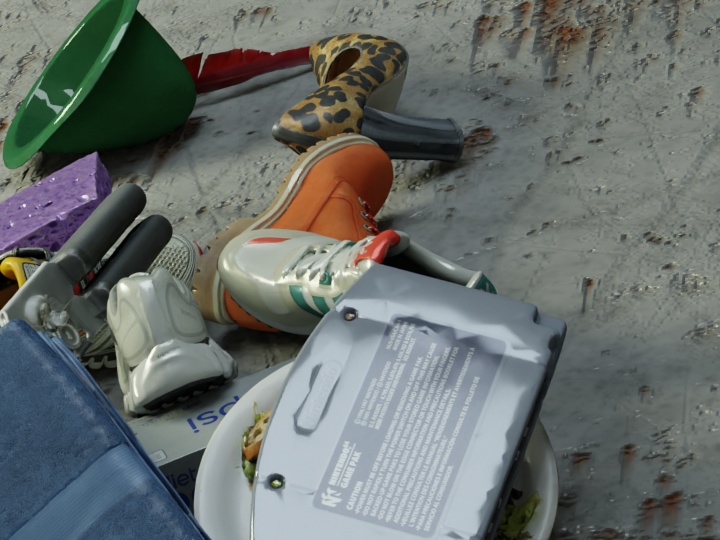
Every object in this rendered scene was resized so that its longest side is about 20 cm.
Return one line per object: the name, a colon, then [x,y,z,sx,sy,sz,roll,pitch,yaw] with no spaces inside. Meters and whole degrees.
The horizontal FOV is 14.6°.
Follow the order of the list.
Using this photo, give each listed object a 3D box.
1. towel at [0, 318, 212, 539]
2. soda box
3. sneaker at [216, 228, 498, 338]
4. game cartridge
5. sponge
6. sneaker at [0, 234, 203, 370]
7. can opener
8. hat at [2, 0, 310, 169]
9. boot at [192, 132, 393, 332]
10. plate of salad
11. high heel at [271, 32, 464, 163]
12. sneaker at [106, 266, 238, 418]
towel: [-0.158,0.132,1.509,0.112,0.049,0.200,-39,70,1]
soda box: [-0.042,0.098,1.618,0.199,0.069,0.063,-20,27,-12]
sneaker: [0.000,0.000,1.701,0.199,0.094,0.070,20,58,23]
game cartridge: [0.019,0.088,1.486,0.132,0.041,0.201,17,52,9]
sponge: [-0.256,-0.008,1.879,0.199,0.030,0.112,-29,19,3]
sneaker: [-0.192,0.023,1.800,0.199,0.082,0.078,-21,61,-14]
can opener: [-0.178,0.014,1.719,0.067,0.053,0.200,-35,11,28]
hat: [-0.146,-0.113,2.139,0.200,0.176,0.166,-47,20,21]
boot: [-0.013,-0.018,1.840,0.107,0.075,0.200,13,39,27]
plate of salad: [0.007,0.114,1.520,0.199,0.048,0.201,-3,52,3]
high heel: [-0.030,-0.129,2.001,0.142,0.072,0.200,2,24,-31]
sneaker: [-0.118,0.042,1.692,0.075,0.081,0.200,-23,-3,-8]
